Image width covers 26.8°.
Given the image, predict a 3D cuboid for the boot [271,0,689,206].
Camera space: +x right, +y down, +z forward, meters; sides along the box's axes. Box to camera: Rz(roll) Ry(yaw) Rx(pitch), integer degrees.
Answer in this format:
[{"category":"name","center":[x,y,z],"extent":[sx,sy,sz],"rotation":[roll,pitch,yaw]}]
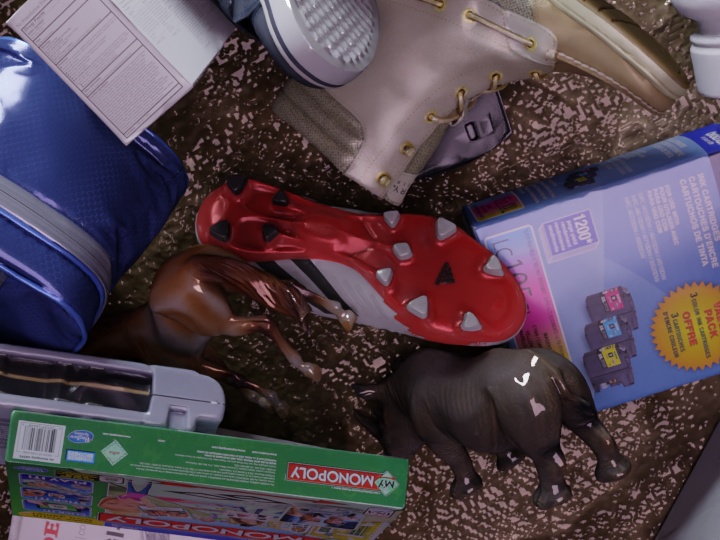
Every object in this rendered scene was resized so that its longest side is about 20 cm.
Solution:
[{"category":"boot","center":[0.063,-0.100,0.832],"extent":[0.200,0.072,0.155],"rotation":[33,104,11]}]

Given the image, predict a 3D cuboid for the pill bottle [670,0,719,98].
[{"category":"pill bottle","center":[0.222,-0.203,0.835],"extent":[0.113,0.113,0.200],"rotation":[-11,104,0]}]

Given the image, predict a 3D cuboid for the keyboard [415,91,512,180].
[{"category":"keyboard","center":[0.039,-0.160,0.883],"extent":[0.104,0.040,0.200],"rotation":[-17,99,14]}]

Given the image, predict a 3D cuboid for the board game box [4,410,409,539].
[{"category":"board game box","center":[-0.086,0.117,0.808],"extent":[0.200,0.135,0.029],"rotation":[8,67,-8]}]

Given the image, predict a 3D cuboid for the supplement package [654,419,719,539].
[{"category":"supplement package","center":[0.284,0.133,0.901],"extent":[0.111,0.156,0.200],"rotation":[23,102,-9]}]

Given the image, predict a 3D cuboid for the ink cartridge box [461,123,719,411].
[{"category":"ink cartridge box","center":[0.175,-0.002,0.905],"extent":[0.200,0.076,0.136],"rotation":[-18,104,0]}]

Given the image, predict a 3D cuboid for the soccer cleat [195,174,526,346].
[{"category":"soccer cleat","center":[0.000,0.000,0.876],"extent":[0.200,0.085,0.069],"rotation":[16,70,9]}]

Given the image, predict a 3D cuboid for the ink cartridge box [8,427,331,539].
[{"category":"ink cartridge box","center":[-0.115,0.172,0.931],"extent":[0.200,0.085,0.146],"rotation":[11,103,-3]}]

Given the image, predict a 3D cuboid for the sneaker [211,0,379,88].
[{"category":"sneaker","center":[-0.043,-0.151,0.798],"extent":[0.079,0.200,0.078],"rotation":[-36,127,26]}]

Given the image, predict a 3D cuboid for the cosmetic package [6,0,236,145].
[{"category":"cosmetic package","center":[-0.115,-0.134,0.791],"extent":[0.051,0.200,0.083],"rotation":[-38,103,16]}]

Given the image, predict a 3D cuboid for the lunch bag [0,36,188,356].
[{"category":"lunch bag","center":[-0.199,-0.013,0.819],"extent":[0.136,0.200,0.132],"rotation":[35,60,-9]}]

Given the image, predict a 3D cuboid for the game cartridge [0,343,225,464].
[{"category":"game cartridge","center":[-0.180,0.075,0.806],"extent":[0.200,0.133,0.040],"rotation":[9,65,-12]}]

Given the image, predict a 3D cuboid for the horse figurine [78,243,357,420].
[{"category":"horse figurine","center":[-0.086,0.035,0.875],"extent":[0.133,0.200,0.050],"rotation":[28,57,-9]}]

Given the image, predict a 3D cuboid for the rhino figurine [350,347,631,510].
[{"category":"rhino figurine","center":[0.061,0.084,0.881],"extent":[0.060,0.200,0.087],"rotation":[-34,107,-35]}]
